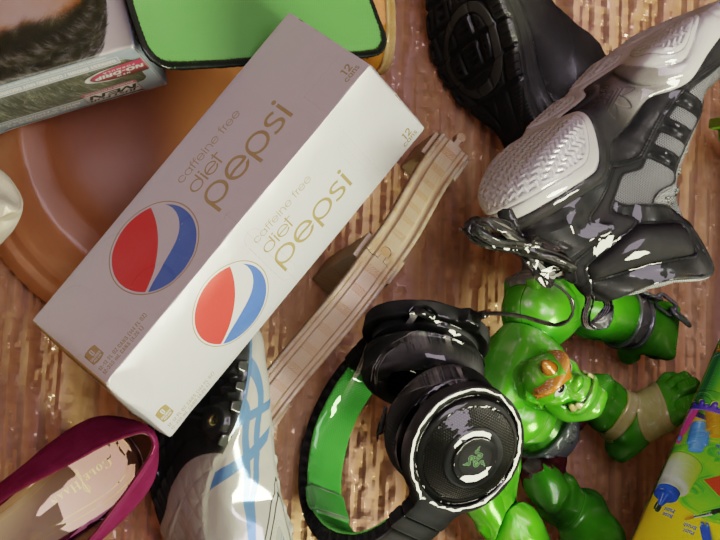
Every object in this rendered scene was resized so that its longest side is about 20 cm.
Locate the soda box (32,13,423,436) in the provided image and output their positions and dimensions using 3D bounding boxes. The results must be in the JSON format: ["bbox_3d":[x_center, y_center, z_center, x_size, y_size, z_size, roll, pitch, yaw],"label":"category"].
[{"bbox_3d":[-0.064,-0.022,1.242,0.200,0.068,0.064,-51,140,-4],"label":"soda box"}]

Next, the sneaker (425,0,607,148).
[{"bbox_3d":[0.105,-0.104,1.410,0.091,0.076,0.201,-29,97,-34],"label":"sneaker"}]

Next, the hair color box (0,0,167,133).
[{"bbox_3d":[-0.169,-0.179,1.278,0.098,0.061,0.201,-16,73,8],"label":"hair color box"}]

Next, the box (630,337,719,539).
[{"bbox_3d":[0.251,0.160,1.318,0.199,0.122,0.193,19,66,21],"label":"box"}]

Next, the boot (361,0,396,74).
[{"bbox_3d":[-0.073,-0.183,1.351,0.143,0.071,0.202,-14,74,-25],"label":"boot"}]

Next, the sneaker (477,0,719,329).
[{"bbox_3d":[0.154,-0.054,1.345,0.200,0.075,0.114,-41,104,-30],"label":"sneaker"}]

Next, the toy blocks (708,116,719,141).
[{"bbox_3d":[0.294,-0.010,1.455,0.199,0.100,0.138,5,87,-20],"label":"toy blocks"}]

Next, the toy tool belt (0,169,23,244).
[{"bbox_3d":[-0.269,-0.043,1.206,0.200,0.125,0.123,39,57,-8],"label":"toy tool belt"}]

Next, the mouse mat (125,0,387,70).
[{"bbox_3d":[-0.073,-0.195,1.285,0.160,0.008,0.201,-7,74,-41],"label":"mouse mat"}]

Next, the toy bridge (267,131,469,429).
[{"bbox_3d":[0.000,0.000,1.335,0.027,0.067,0.200,40,66,-8],"label":"toy bridge"}]

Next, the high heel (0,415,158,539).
[{"bbox_3d":[-0.178,0.141,1.209,0.067,0.096,0.200,44,65,-6],"label":"high heel"}]

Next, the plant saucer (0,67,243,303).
[{"bbox_3d":[-0.106,-0.065,1.324,0.199,0.037,0.201,5,75,-21],"label":"plant saucer"}]

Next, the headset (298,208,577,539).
[{"bbox_3d":[0.030,0.055,1.264,0.094,0.200,0.124,28,28,-33],"label":"headset"}]

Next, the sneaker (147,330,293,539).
[{"bbox_3d":[-0.064,0.121,1.274,0.072,0.072,0.201,4,86,-44],"label":"sneaker"}]

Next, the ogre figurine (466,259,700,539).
[{"bbox_3d":[0.102,0.083,1.345,0.120,0.098,0.201,37,82,-29],"label":"ogre figurine"}]
